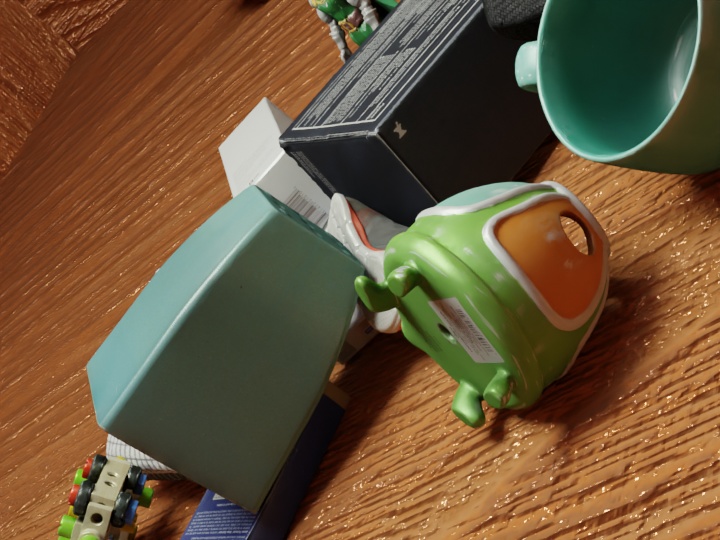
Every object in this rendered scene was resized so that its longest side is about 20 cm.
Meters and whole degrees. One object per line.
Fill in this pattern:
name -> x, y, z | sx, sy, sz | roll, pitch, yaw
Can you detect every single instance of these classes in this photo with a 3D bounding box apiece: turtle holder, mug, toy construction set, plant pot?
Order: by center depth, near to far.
mug -> 0.195, -0.146, 0.906 | 0.185, 0.113, 0.153 | 53, 130, 48
turtle holder -> 0.090, 0.018, 0.921 | 0.132, 0.141, 0.186 | -41, -22, -15
plant pot -> -0.095, 0.047, 1.088 | 0.201, 0.141, 0.141 | -56, 21, 5
toy construction set -> -0.221, 0.235, 1.212 | 0.200, 0.091, 0.132 | -131, 57, -68

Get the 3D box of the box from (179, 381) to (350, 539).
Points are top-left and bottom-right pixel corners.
box -> -0.089, 0.183, 1.126 | 0.121, 0.032, 0.201 | -17, 39, 56

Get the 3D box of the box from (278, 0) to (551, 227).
box -> 0.065, -0.140, 1.185 | 0.200, 0.123, 0.198 | -50, 20, -15

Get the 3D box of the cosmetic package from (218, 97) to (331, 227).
cosmetic package -> -0.072, -0.091, 1.429 | 0.081, 0.113, 0.200 | -47, 23, 10

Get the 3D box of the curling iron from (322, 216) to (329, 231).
curling iron -> -0.054, 0.008, 1.293 | 0.201, 0.025, 0.050 | -63, 20, 8

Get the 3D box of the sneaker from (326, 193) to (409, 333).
sneaker -> 0.027, -0.003, 1.140 | 0.200, 0.081, 0.078 | -126, 40, -58

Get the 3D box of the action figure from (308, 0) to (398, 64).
action figure -> 0.010, -0.229, 1.356 | 0.118, 0.199, 0.055 | -19, 37, 55

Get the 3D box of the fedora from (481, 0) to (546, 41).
fedora -> 0.151, -0.218, 1.001 | 0.200, 0.199, 0.093 | -23, 70, 51

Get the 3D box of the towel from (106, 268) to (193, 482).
towel -> -0.153, 0.093, 1.295 | 0.165, 0.085, 0.202 | -13, 60, 61

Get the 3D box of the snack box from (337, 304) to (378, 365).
snack box -> 0.000, 0.000, 1.251 | 0.072, 0.024, 0.201 | -43, 23, 22

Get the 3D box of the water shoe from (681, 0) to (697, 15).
water shoe -> 0.275, -0.207, 0.953 | 0.199, 0.071, 0.079 | -26, 31, 48
